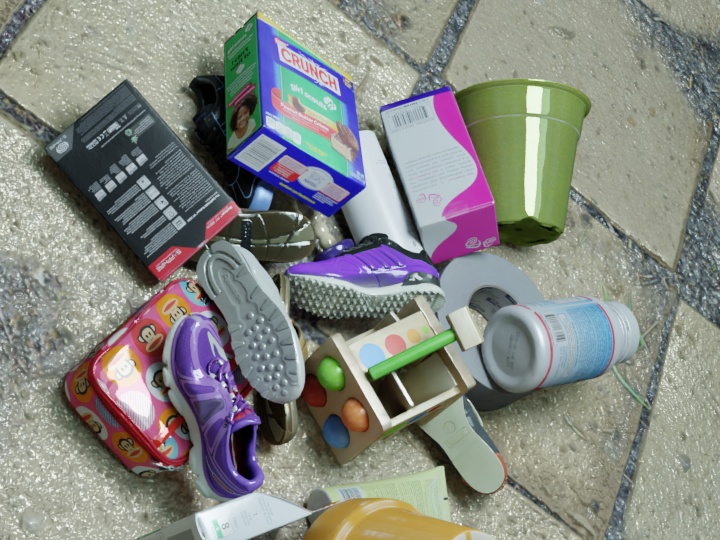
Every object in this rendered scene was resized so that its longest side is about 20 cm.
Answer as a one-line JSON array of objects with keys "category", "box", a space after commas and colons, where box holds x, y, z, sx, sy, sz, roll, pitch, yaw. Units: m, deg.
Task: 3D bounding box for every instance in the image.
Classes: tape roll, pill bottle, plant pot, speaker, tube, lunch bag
[{"category": "tape roll", "box": [0.161, 0.079, 1.823, 0.200, 0.066, 0.200, 17, 57, -29]}, {"category": "pill bottle", "box": [0.258, 0.089, 1.772, 0.200, 0.109, 0.109, -6, 70, -39]}, {"category": "plant pot", "box": [0.058, 0.341, 1.488, 0.200, 0.183, 0.200, 9, 76, -40]}, {"category": "speaker", "box": [0.018, -0.077, 1.790, 0.081, 0.081, 0.200, -11, 74, -40]}, {"category": "tube", "box": [0.029, 0.273, 1.632, 0.200, 0.058, 0.052, 1, 27, -40]}, {"category": "lunch bag", "box": [-0.203, 0.125, 1.517, 0.176, 0.082, 0.200, 50, 46, -10]}, {"category": "plant pot", "box": [0.216, -0.138, 1.922, 0.200, 0.200, 0.190, 13, 71, -32]}]

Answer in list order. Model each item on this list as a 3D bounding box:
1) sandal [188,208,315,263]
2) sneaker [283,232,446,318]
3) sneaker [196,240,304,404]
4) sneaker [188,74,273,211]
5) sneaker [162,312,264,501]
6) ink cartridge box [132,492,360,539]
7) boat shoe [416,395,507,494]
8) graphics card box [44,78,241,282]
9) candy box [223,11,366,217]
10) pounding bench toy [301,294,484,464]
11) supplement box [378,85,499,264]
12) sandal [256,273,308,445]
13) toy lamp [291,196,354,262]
[{"category": "sandal", "box": [-0.154, -0.049, 1.651, 0.200, 0.055, 0.082, 3, 93, -15]}, {"category": "sneaker", "box": [0.000, 0.000, 1.687, 0.200, 0.070, 0.100, 5, 54, -18]}, {"category": "sneaker", "box": [-0.105, 0.056, 1.543, 0.080, 0.076, 0.200, 25, 37, -64]}, {"category": "sneaker", "box": [-0.162, -0.152, 1.708, 0.078, 0.070, 0.200, 6, 55, -33]}, {"category": "sneaker", "box": [-0.140, 0.138, 1.451, 0.081, 0.083, 0.200, -17, 90, -48]}, {"category": "ink cartridge box", "box": [-0.123, 0.258, 1.443, 0.200, 0.161, 0.050, -16, 80, -41]}, {"category": "boat shoe", "box": [0.115, 0.189, 1.731, 0.200, 0.071, 0.063, 56, 7, 12]}, {"category": "graphics card box", "box": [-0.245, -0.101, 1.583, 0.125, 0.051, 0.200, -42, 95, -3]}, {"category": "candy box", "box": [-0.082, -0.190, 1.704, 0.169, 0.077, 0.200, 29, 38, -36]}, {"category": "pounding bench toy", "box": [0.033, 0.115, 1.597, 0.156, 0.200, 0.124, -22, 76, -33]}, {"category": "supplement box", "box": [0.102, -0.123, 1.815, 0.101, 0.103, 0.200, -17, 56, 0]}, {"category": "sandal", "box": [-0.087, 0.104, 1.612, 0.054, 0.080, 0.200, 6, 67, -32]}, {"category": "toy lamp", "box": [-0.062, -0.070, 1.743, 0.058, 0.058, 0.200, -27, 83, -43]}]
